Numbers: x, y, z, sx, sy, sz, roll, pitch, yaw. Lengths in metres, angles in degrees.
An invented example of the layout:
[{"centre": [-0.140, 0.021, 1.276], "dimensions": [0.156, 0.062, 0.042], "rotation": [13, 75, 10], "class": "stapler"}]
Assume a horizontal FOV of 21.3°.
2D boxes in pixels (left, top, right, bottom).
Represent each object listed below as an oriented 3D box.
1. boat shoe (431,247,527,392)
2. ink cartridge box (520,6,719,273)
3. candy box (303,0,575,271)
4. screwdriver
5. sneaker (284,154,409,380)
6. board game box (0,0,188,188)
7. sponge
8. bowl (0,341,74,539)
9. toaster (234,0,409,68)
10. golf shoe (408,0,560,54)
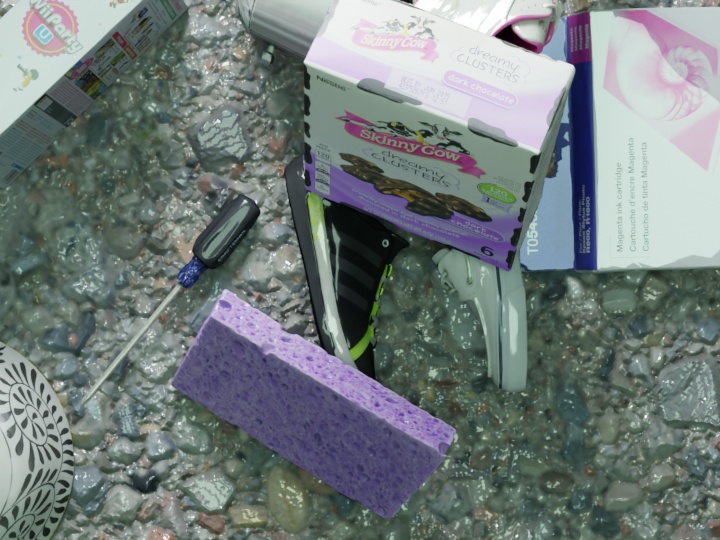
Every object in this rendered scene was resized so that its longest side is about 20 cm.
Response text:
[{"centre": [0.087, -0.007, 1.434], "dimensions": [0.066, 0.074, 0.202], "rotation": [-5, 78, 3], "class": "boat shoe"}, {"centre": [0.217, -0.098, 1.448], "dimensions": [0.197, 0.043, 0.199], "rotation": [-3, 91, -3], "class": "ink cartridge box"}, {"centre": [0.048, -0.095, 1.311], "dimensions": [0.166, 0.200, 0.072], "rotation": [22, 69, 8], "class": "candy box"}, {"centre": [-0.145, 0.023, 1.437], "dimensions": [0.028, 0.029, 0.200], "rotation": [40, 84, -2], "class": "screwdriver"}, {"centre": [0.000, 0.000, 1.424], "dimensions": [0.082, 0.072, 0.202], "rotation": [-13, 91, -3], "class": "sneaker"}, {"centre": [-0.220, -0.155, 1.379], "dimensions": [0.200, 0.148, 0.064], "rotation": [-43, 89, -2], "class": "board game box"}, {"centre": [-0.037, 0.102, 1.408], "dimensions": [0.199, 0.112, 0.030], "rotation": [31, 51, -2], "class": "sponge"}, {"centre": [-0.315, 0.144, 1.403], "dimensions": [0.198, 0.094, 0.203], "rotation": [0, 89, -1], "class": "bowl"}, {"centre": [-0.012, -0.236, 1.404], "dimensions": [0.128, 0.114, 0.202], "rotation": [18, 91, 0], "class": "toaster"}, {"centre": [0.119, -0.197, 1.355], "dimensions": [0.200, 0.075, 0.091], "rotation": [-44, 60, -9], "class": "golf shoe"}]
